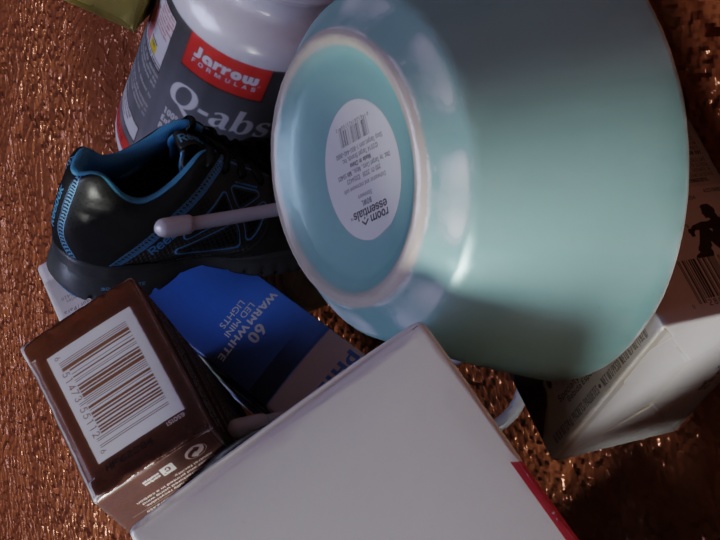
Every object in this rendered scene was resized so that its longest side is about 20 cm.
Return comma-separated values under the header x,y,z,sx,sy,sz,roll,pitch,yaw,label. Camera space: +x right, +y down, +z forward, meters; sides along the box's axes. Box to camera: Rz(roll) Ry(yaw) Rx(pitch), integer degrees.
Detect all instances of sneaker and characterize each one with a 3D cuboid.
x,y,z,sx,sy,sz,roll,pitch,yaw,label
-0.072,-0.042,1.100,0.073,0.199,0.082,48,143,38,sneaker

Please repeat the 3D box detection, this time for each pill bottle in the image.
x,y,z,sx,sy,sz,roll,pitch,yaw,label
-0.064,-0.132,1.154,0.116,0.115,0.201,63,147,28,pill bottle

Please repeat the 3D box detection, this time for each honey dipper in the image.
x,y,z,sx,sy,sz,roll,pitch,yaw,label
-0.003,-0.008,1.167,0.200,0.038,0.038,-25,77,58,honey dipper

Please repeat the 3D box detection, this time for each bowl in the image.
x,y,z,sx,sy,sz,roll,pitch,yaw,label
0.034,-0.048,0.861,0.200,0.104,0.203,15,108,55,bowl

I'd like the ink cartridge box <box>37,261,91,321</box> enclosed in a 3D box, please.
x,y,z,sx,sy,sz,roll,pitch,yaw,label
-0.129,0.103,1.312,0.177,0.044,0.201,58,175,41,ink cartridge box

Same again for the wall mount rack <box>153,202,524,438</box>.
x,y,z,sx,sy,sz,roll,pitch,yaw,label
0.000,0.000,1.043,0.201,0.173,0.075,68,-169,21,wall mount rack

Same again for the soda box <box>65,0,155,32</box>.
x,y,z,sx,sy,sz,roll,pitch,yaw,label
-0.137,-0.197,1.203,0.200,0.064,0.068,-82,16,-75,soda box

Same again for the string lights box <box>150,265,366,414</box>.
x,y,z,sx,sy,sz,roll,pitch,yaw,label
-0.065,0.039,1.167,0.199,0.059,0.103,36,170,31,string lights box

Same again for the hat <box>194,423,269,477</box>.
x,y,z,sx,sy,sz,roll,pitch,yaw,label
-0.015,0.158,1.037,0.081,0.198,0.203,-89,-3,-75,hat

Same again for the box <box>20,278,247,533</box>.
x,y,z,sx,sy,sz,roll,pitch,yaw,label
-0.098,0.096,1.079,0.101,0.075,0.200,59,-179,29,box

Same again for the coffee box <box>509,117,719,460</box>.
x,y,z,sx,sy,sz,roll,pitch,yaw,label
0.097,-0.032,0.935,0.201,0.079,0.113,64,145,26,coffee box

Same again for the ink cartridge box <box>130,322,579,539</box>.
x,y,z,sx,sy,sz,roll,pitch,yaw,label
0.005,0.136,0.865,0.146,0.144,0.200,53,172,10,ink cartridge box
